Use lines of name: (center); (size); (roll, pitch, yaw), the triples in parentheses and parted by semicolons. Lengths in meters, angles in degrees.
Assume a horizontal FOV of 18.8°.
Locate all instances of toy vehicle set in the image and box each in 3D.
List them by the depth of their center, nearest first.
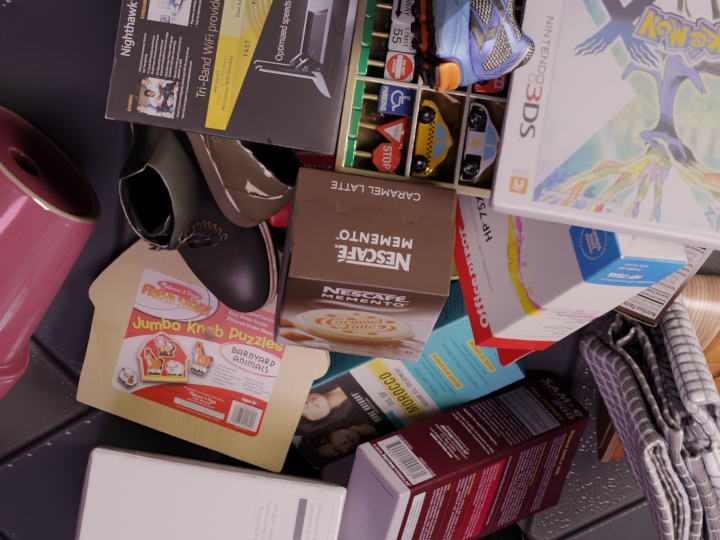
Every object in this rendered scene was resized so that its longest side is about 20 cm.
toy vehicle set: (0.055, -0.156, 1.489); (0.124, 0.027, 0.201); (7, 96, -5)

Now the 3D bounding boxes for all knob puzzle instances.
knob puzzle: (-0.116, 0.040, 1.706); (0.219, 0.030, 0.220); (4, 111, 9)

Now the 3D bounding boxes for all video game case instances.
video game case: (0.197, -0.111, 1.440); (0.199, 0.183, 0.022); (10, 167, 2)

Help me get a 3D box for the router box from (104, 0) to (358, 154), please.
router box: (-0.080, -0.188, 1.457); (0.157, 0.052, 0.201); (9, 97, -6)

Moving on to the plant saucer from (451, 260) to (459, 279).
plant saucer: (0.059, -0.079, 1.617); (0.199, 0.031, 0.200); (1, 130, 2)

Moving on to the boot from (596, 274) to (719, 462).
boot: (0.280, 0.092, 1.726); (0.154, 0.074, 0.200); (12, 132, -13)

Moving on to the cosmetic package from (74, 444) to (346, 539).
cosmetic package: (-0.128, 0.213, 1.740); (0.199, 0.199, 0.123); (11, 85, -5)

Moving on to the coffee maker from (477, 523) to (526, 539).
coffee maker: (0.032, 0.280, 1.847); (0.192, 0.135, 0.200); (7, 129, -3)

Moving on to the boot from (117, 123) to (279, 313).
boot: (-0.125, -0.025, 1.581); (0.077, 0.138, 0.200); (-20, 118, 16)

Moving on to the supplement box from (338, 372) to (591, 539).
supplement box: (0.081, 0.164, 1.728); (0.200, 0.061, 0.109); (-17, 140, -34)

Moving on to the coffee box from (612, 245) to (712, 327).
coffee box: (0.227, -0.073, 1.563); (0.080, 0.113, 0.200); (22, 128, -15)

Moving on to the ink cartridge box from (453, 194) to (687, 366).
ink cartridge box: (0.128, -0.018, 1.534); (0.067, 0.116, 0.200); (4, 154, -38)

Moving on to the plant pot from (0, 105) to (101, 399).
plant pot: (-0.294, -0.018, 1.588); (0.200, 0.200, 0.179); (38, 106, -26)

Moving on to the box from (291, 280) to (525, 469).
box: (0.026, 0.083, 1.739); (0.200, 0.049, 0.082); (-26, 124, 21)

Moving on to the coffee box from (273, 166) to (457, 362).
coffee box: (0.000, 0.000, 1.552); (0.114, 0.080, 0.200); (7, 164, -2)

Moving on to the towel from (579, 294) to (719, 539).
towel: (0.237, 0.139, 1.615); (0.085, 0.166, 0.200); (-20, 122, 6)

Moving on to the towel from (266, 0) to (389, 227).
towel: (0.010, -0.105, 1.564); (0.144, 0.023, 0.200); (7, 129, -5)

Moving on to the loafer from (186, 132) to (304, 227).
loafer: (-0.095, -0.127, 1.530); (0.067, 0.076, 0.200); (-15, 114, 33)

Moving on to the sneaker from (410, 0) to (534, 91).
sneaker: (0.074, -0.217, 1.430); (0.078, 0.075, 0.201); (-1, 87, -14)
